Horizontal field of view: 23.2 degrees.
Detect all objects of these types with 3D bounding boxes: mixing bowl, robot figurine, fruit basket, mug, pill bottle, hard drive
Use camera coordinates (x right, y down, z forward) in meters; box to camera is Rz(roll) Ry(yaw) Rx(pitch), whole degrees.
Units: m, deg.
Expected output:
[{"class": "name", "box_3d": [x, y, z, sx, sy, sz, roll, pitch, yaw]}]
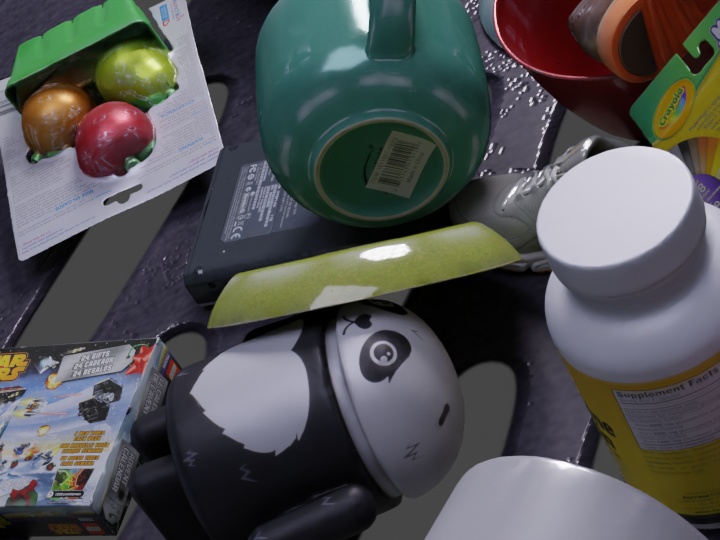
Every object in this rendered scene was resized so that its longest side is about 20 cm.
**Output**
[{"class": "mixing bowl", "box_3d": [0.197, -0.159, 1.148, 0.198, 0.109, 0.201, -18, 42, 17]}, {"class": "robot figurine", "box_3d": [-0.037, 0.094, 1.028, 0.198, 0.125, 0.152, -22, 77, 13]}, {"class": "fruit basket", "box_3d": [-0.202, -0.115, 1.397, 0.184, 0.094, 0.201, -26, 56, 8]}, {"class": "mug", "box_3d": [0.002, -0.112, 1.115, 0.151, 0.185, 0.115, -22, 44, 16]}, {"class": "pill bottle", "box_3d": [0.160, 0.035, 0.904, 0.111, 0.201, 0.113, -17, 41, 16]}, {"class": "hard drive", "box_3d": [-0.020, -0.050, 1.237, 0.198, 0.033, 0.140, -11, 44, 24]}]

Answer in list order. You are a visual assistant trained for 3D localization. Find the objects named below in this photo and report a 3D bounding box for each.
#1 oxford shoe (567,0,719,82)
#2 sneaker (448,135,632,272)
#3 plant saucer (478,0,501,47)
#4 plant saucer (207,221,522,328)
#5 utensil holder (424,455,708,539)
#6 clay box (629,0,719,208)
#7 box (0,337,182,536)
[{"class": "oxford shoe", "box_3d": [0.206, -0.198, 1.047, 0.199, 0.072, 0.073, -38, 35, -6]}, {"class": "sneaker", "box_3d": [0.134, -0.050, 1.092, 0.199, 0.092, 0.076, 5, 53, 37]}, {"class": "plant saucer", "box_3d": [0.174, -0.239, 1.298, 0.199, 0.039, 0.202, -17, 43, 17]}, {"class": "plant saucer", "box_3d": [0.000, 0.000, 1.076, 0.198, 0.031, 0.200, -12, 1, 0]}, {"class": "utensil holder", "box_3d": [0.074, 0.213, 0.810, 0.169, 0.171, 0.201, 6, 50, 36]}, {"class": "clay box", "box_3d": [0.249, -0.057, 0.962, 0.115, 0.047, 0.201, -50, 62, 27]}, {"class": "box", "box_3d": [-0.231, 0.115, 1.199, 0.198, 0.040, 0.138, -5, 48, 29]}]
